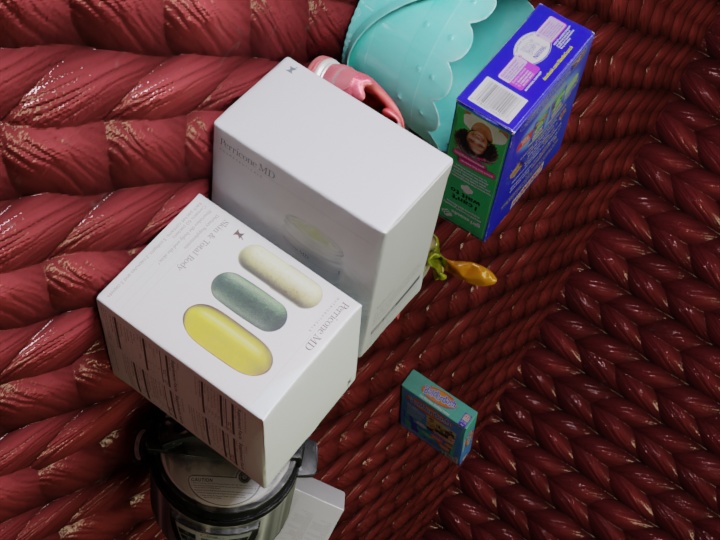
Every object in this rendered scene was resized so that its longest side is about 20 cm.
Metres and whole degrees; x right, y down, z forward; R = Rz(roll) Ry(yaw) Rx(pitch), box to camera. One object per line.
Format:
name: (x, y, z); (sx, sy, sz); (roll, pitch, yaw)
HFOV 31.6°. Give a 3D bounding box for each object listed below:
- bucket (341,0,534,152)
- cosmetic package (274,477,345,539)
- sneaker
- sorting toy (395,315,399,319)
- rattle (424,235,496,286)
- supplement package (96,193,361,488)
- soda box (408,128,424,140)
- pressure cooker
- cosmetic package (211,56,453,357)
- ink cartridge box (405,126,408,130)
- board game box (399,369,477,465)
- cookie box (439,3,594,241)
bucket: (0.081, -0.244, 1.351); (0.208, 0.134, 0.208); (-50, 161, -24)
cosmetic package: (-0.125, 0.282, 1.601); (0.083, 0.198, 0.051); (-62, -171, 16)
sneaker: (0.013, -0.135, 1.317); (0.074, 0.086, 0.200); (-58, 138, -18)
sorting toy: (0.000, 0.000, 1.561); (0.200, 0.069, 0.202); (-41, 138, -49)
rattle: (0.089, 0.047, 1.908); (0.200, 0.143, 0.130); (-50, -178, -42)
supplement package: (-0.122, 0.067, 1.215); (0.152, 0.199, 0.151); (-48, 161, -27)
soda box: (0.106, -0.196, 1.536); (0.068, 0.063, 0.202); (103, 7, -49)
pressure cooker: (-0.156, 0.217, 1.432); (0.175, 0.179, 0.201); (-35, 160, -27)
cosmetic package: (-0.036, -0.059, 1.236); (0.123, 0.198, 0.201); (-46, 160, -34)
ink cartridge box: (0.114, -0.192, 1.691); (0.200, 0.050, 0.163); (-46, 160, -25)
board game box: (0.149, 0.288, 2.475); (0.045, 0.151, 0.201); (-50, 162, -22)
cookie box: (0.163, -0.156, 1.379); (0.172, 0.075, 0.201); (-49, 162, -28)
